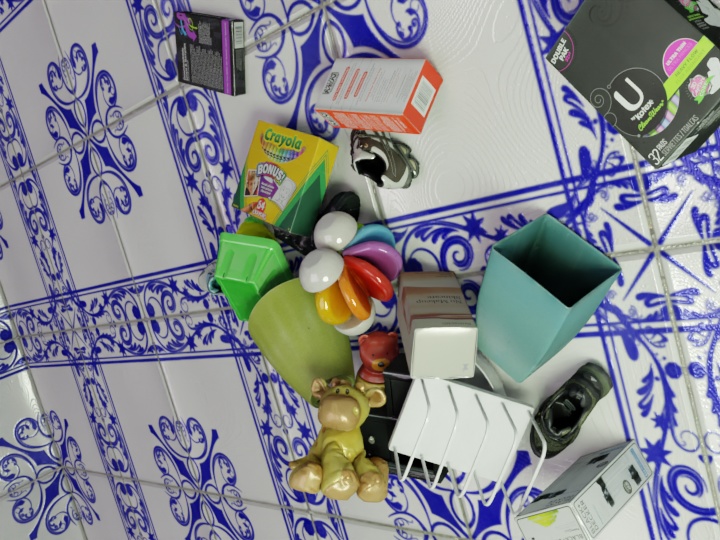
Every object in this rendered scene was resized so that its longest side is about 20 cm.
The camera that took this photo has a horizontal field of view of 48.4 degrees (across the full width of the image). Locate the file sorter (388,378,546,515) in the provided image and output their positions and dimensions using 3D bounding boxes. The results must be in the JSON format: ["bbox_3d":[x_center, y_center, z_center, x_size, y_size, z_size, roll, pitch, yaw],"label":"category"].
[{"bbox_3d":[0.160,0.263,1.211,0.197,0.125,0.141,18,106,-8],"label":"file sorter"}]

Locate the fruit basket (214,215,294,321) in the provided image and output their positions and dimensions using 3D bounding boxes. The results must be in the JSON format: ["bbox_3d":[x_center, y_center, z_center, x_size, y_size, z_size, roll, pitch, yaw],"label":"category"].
[{"bbox_3d":[-0.204,-0.018,1.626,0.153,0.216,0.220,9,115,20],"label":"fruit basket"}]

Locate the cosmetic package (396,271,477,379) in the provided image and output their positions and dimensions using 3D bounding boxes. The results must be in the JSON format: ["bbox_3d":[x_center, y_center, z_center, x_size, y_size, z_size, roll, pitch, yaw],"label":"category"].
[{"bbox_3d":[0.118,0.082,1.276,0.201,0.101,0.089,-102,13,-64],"label":"cosmetic package"}]

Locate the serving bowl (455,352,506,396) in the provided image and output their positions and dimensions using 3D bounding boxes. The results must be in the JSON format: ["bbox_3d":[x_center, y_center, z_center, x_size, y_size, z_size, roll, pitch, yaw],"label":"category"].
[{"bbox_3d":[0.175,0.212,1.375,0.198,0.065,0.204,20,119,39],"label":"serving bowl"}]

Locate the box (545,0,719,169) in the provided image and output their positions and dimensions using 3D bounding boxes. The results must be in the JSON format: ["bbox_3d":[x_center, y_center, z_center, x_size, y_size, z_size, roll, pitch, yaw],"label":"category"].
[{"bbox_3d":[0.352,-0.251,0.953,0.201,0.123,0.149,52,134,18],"label":"box"}]

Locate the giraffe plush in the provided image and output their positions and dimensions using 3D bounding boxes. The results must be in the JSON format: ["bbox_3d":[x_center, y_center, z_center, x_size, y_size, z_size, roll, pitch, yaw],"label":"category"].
[{"bbox_3d":[-0.028,0.262,1.288,0.200,0.169,0.166,-169,88,-77],"label":"giraffe plush"}]

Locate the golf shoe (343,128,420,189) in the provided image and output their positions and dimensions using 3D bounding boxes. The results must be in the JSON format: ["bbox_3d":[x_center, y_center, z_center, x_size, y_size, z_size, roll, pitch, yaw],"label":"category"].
[{"bbox_3d":[0.011,-0.215,1.348,0.200,0.094,0.078,48,136,23],"label":"golf shoe"}]

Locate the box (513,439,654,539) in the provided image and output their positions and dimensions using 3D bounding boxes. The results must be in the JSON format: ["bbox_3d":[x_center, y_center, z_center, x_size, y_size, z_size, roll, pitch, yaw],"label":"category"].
[{"bbox_3d":[0.327,0.328,1.165,0.116,0.198,0.061,-37,81,48],"label":"box"}]

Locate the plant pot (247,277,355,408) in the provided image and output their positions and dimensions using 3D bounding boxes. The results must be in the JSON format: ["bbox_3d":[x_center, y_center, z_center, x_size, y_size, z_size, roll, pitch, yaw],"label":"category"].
[{"bbox_3d":[-0.090,0.149,1.497,0.201,0.184,0.189,57,140,37],"label":"plant pot"}]

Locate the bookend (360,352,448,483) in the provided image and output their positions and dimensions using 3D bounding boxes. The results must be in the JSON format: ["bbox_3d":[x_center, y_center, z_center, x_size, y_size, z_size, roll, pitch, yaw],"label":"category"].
[{"bbox_3d":[0.057,0.232,1.352,0.195,0.092,0.204,5,110,27],"label":"bookend"}]

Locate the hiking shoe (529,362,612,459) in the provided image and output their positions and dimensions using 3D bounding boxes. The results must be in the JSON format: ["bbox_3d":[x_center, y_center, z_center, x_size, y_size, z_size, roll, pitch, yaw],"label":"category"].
[{"bbox_3d":[0.300,0.225,1.224,0.076,0.100,0.202,43,132,25],"label":"hiking shoe"}]

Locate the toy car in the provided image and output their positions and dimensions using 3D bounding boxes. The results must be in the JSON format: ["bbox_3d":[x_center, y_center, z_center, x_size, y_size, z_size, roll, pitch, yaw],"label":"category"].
[{"bbox_3d":[0.000,0.000,1.374,0.148,0.202,0.176,-9,136,33],"label":"toy car"}]

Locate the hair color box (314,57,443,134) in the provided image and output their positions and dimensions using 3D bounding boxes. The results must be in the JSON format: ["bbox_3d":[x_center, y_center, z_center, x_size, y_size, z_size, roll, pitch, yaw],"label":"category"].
[{"bbox_3d":[0.026,-0.284,1.293,0.198,0.061,0.103,15,77,42],"label":"hair color box"}]

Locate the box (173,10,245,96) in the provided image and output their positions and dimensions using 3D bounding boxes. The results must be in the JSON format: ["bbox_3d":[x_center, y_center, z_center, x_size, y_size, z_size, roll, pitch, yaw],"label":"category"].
[{"bbox_3d":[-0.308,-0.444,1.628,0.198,0.036,0.146,22,120,38],"label":"box"}]

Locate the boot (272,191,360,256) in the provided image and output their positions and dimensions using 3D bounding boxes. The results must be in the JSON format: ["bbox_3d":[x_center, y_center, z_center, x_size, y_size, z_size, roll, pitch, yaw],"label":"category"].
[{"bbox_3d":[-0.093,-0.101,1.514,0.168,0.076,0.202,40,136,24],"label":"boot"}]

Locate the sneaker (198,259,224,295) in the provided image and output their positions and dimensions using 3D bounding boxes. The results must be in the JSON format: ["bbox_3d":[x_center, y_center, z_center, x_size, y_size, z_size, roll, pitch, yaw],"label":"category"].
[{"bbox_3d":[-0.316,0.019,1.791,0.198,0.086,0.079,-6,102,47],"label":"sneaker"}]

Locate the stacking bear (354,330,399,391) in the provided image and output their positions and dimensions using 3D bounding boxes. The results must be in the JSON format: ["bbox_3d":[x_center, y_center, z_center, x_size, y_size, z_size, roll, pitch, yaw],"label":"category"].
[{"bbox_3d":[0.037,0.208,1.480,0.119,0.114,0.204,-1,113,3],"label":"stacking bear"}]

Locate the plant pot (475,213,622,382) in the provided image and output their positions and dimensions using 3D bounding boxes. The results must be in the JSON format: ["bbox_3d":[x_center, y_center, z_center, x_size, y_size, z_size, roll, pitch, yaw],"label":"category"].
[{"bbox_3d":[0.256,0.054,1.179,0.141,0.140,0.202,41,139,26],"label":"plant pot"}]

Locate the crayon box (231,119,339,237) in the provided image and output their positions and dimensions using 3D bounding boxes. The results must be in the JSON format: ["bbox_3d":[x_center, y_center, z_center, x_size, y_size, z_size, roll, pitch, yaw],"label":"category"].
[{"bbox_3d":[-0.144,-0.174,1.490,0.198,0.058,0.176,24,98,45],"label":"crayon box"}]
